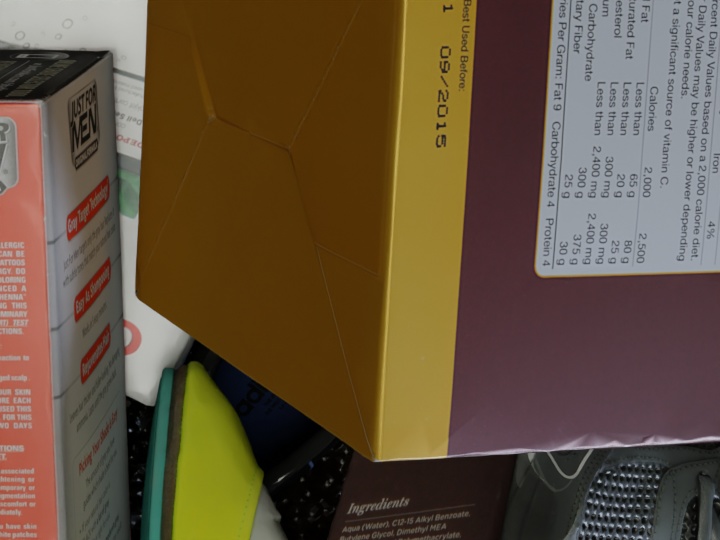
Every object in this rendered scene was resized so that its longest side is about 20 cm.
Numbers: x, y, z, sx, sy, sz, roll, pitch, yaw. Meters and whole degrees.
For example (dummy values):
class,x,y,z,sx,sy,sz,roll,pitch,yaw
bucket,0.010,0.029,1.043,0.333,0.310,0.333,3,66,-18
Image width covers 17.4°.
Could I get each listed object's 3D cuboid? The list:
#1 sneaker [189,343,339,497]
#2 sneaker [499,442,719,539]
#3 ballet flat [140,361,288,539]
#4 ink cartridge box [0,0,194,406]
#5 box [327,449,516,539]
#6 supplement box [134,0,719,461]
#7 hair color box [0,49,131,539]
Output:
class,x,y,z,sx,sy,sz,roll,pitch,yaw
sneaker,0.000,0.000,0.800,0.070,0.078,0.201,30,107,-5
sneaker,0.122,0.076,0.702,0.086,0.199,0.081,10,93,41
ballet flat,-0.045,0.126,0.730,0.066,0.067,0.201,9,62,-3
ink cartridge box,-0.088,-0.075,0.796,0.145,0.084,0.201,25,99,-3
box,0.031,0.145,0.714,0.075,0.201,0.100,-13,138,38
supplement box,0.060,-0.039,0.677,0.199,0.197,0.134,-1,102,-23
hair color box,-0.110,0.038,0.724,0.061,0.102,0.202,1,103,5
